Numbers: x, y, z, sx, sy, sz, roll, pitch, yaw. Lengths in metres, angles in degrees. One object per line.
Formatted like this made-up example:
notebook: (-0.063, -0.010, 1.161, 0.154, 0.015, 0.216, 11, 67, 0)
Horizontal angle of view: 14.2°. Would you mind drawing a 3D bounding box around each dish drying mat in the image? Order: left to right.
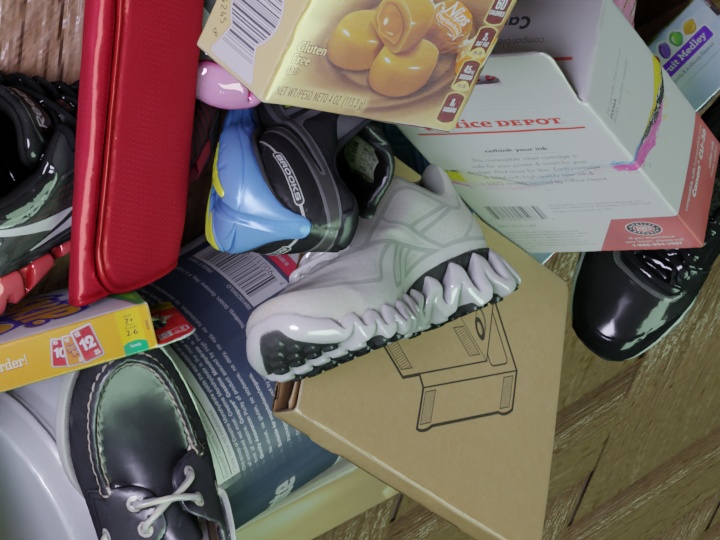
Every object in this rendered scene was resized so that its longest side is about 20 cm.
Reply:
dish drying mat: (-0.093, -0.085, 1.246, 0.077, 0.018, 0.200, -26, 127, -53)

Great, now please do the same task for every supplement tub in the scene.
supplement tub: (-0.097, 0.072, 1.481, 0.200, 0.140, 0.140, -32, 156, -26)

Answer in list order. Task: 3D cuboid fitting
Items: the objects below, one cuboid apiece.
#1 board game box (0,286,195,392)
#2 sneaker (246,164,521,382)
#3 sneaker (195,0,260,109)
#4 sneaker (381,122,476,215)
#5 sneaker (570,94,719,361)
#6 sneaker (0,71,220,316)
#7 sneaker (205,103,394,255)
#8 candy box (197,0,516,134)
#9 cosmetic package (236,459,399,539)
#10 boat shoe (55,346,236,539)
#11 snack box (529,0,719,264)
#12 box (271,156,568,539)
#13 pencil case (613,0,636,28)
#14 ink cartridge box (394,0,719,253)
board game box: (-0.176, 0.040, 1.286, 0.200, 0.030, 0.096, -13, -169, -10)
sneaker: (0.000, 0.000, 1.378, 0.075, 0.081, 0.200, -22, 179, 30)
sneaker: (-0.009, -0.143, 1.342, 0.200, 0.079, 0.095, -24, 140, -42)
sneaker: (0.022, -0.020, 1.609, 0.081, 0.077, 0.200, -28, 158, -48)
sneaker: (0.187, -0.038, 1.664, 0.200, 0.076, 0.088, -54, 175, -1)
sneaker: (-0.134, -0.052, 1.283, 0.200, 0.071, 0.098, -35, 148, -36)
sneaker: (-0.025, -0.056, 1.362, 0.200, 0.083, 0.071, -84, -173, -65)
candy box: (0.026, -0.160, 1.186, 0.115, 0.055, 0.200, 6, 118, -45)
cosmetic package: (-0.049, 0.102, 1.674, 0.200, 0.105, 0.071, -23, 152, -37)
boat shoe: (-0.095, 0.121, 1.371, 0.074, 0.060, 0.200, -17, 119, -22)
snack box: (0.142, -0.073, 1.691, 0.200, 0.053, 0.142, -44, 180, 5)
box: (0.036, 0.038, 1.480, 0.021, 0.164, 0.200, -13, 147, 38)
pencil case: (0.112, -0.149, 1.512, 0.086, 0.083, 0.200, -21, 154, -9)
ink cartridge box: (0.092, -0.083, 1.471, 0.200, 0.116, 0.068, 45, 51, -51)
